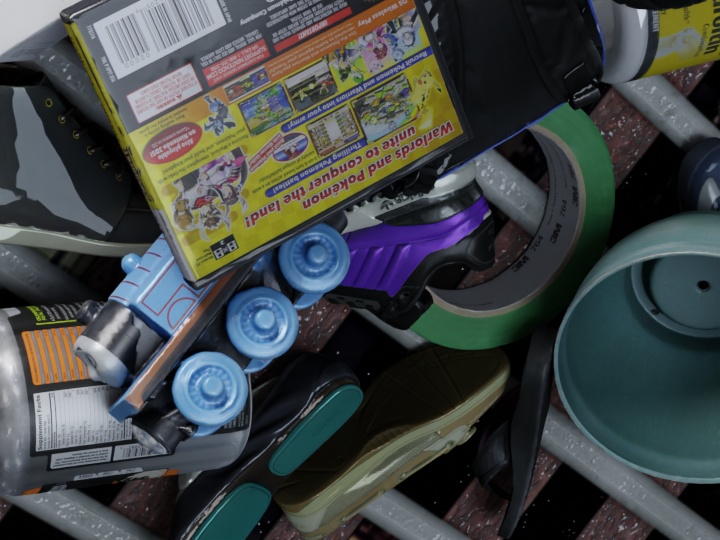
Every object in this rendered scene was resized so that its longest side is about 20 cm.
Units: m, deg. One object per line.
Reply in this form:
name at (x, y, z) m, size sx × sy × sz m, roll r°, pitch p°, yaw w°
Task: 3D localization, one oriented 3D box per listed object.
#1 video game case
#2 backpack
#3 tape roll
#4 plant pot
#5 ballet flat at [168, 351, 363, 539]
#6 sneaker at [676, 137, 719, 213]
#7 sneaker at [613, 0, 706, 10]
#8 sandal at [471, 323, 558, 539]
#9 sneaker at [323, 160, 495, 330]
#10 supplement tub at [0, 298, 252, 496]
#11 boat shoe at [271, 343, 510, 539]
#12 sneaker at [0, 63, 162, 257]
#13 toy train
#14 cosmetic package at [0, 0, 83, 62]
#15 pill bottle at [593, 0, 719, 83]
video game case at (-0.049, -0.113, 1.036) m, size 0.200 × 0.026 × 0.181 m, roll -29°, pitch 115°, yaw -14°
backpack at (0.042, -0.184, 1.147) m, size 0.183 × 0.147 × 0.200 m, roll -29°, pitch 123°, yaw -16°
tape roll at (0.088, -0.043, 1.285) m, size 0.200 × 0.048 × 0.201 m, roll -10°, pitch 114°, yaw -22°
plant pot at (0.251, 0.037, 1.307) m, size 0.200 × 0.134 × 0.200 m, roll 7°, pitch 124°, yaw 11°
ballet flat at (-0.082, 0.136, 1.265) m, size 0.200 × 0.073 × 0.073 m, roll -48°, pitch 122°, yaw -2°
sneaker at (0.309, -0.012, 1.384) m, size 0.070 × 0.082 × 0.200 m, roll -32°, pitch 120°, yaw -11°
sneaker at (0.168, -0.230, 1.105) m, size 0.200 × 0.075 × 0.079 m, roll 32°, pitch 57°, yaw -50°
sandal at (0.115, 0.119, 1.347) m, size 0.048 × 0.075 × 0.201 m, roll 13°, pitch 128°, yaw 10°
sneaker at (0.000, 0.000, 1.198) m, size 0.200 × 0.070 × 0.100 m, roll -20°, pitch 103°, yaw 17°
supplement tub at (-0.182, 0.081, 1.161) m, size 0.200 × 0.123 × 0.123 m, roll -5°, pitch 112°, yaw -24°
boat shoe at (0.028, 0.125, 1.314) m, size 0.201 × 0.073 × 0.063 m, roll -36°, pitch 133°, yaw -8°
sneaker at (-0.173, -0.071, 1.130) m, size 0.200 × 0.075 × 0.106 m, roll 2°, pitch 112°, yaw -25°
toy train at (-0.093, 0.016, 1.100) m, size 0.114 × 0.087 × 0.200 m, roll 39°, pitch 72°, yaw -4°
cosmetic package at (-0.144, -0.202, 1.041) m, size 0.200 × 0.102 × 0.074 m, roll -33°, pitch 95°, yaw 8°
pill bottle at (0.248, -0.206, 1.260) m, size 0.200 × 0.112 × 0.112 m, roll -16°, pitch 116°, yaw -20°
